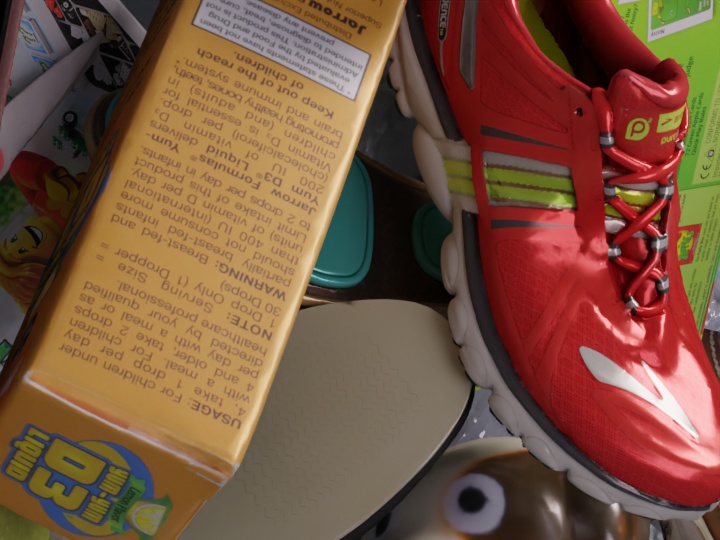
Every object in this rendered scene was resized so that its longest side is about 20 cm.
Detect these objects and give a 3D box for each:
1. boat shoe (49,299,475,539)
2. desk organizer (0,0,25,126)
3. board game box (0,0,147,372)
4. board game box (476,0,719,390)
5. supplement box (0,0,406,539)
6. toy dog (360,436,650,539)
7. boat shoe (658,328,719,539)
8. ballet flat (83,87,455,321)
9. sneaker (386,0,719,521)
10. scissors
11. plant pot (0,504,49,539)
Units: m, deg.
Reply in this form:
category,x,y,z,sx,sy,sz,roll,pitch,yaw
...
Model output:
category,x,y,z,sx,sy,sz,roll,pitch,yaw
boat shoe,-0.047,0.078,0.872,0.201,0.074,0.063,-36,156,10
desk organizer,-0.188,-0.084,0.744,0.199,0.077,0.072,9,117,-12
board game box,-0.123,-0.043,0.868,0.126,0.035,0.200,-52,119,-18
board game box,0.083,-0.063,0.951,0.101,0.048,0.201,-9,124,-32
supplement box,-0.045,-0.019,0.800,0.069,0.067,0.200,24,52,-10
toy dog,0.060,0.155,0.954,0.194,0.139,0.201,-29,110,-38
boat shoe,0.143,0.099,0.981,0.072,0.200,0.076,-14,138,6
ballet flat,0.000,0.000,0.893,0.199,0.063,0.069,19,50,-15
sneaker,0.067,-0.024,0.835,0.077,0.085,0.201,-8,71,-43
scissors,-0.112,-0.030,0.783,0.073,0.014,0.200,51,34,-28
plant pot,-0.187,0.059,0.767,0.200,0.187,0.188,15,87,-46
